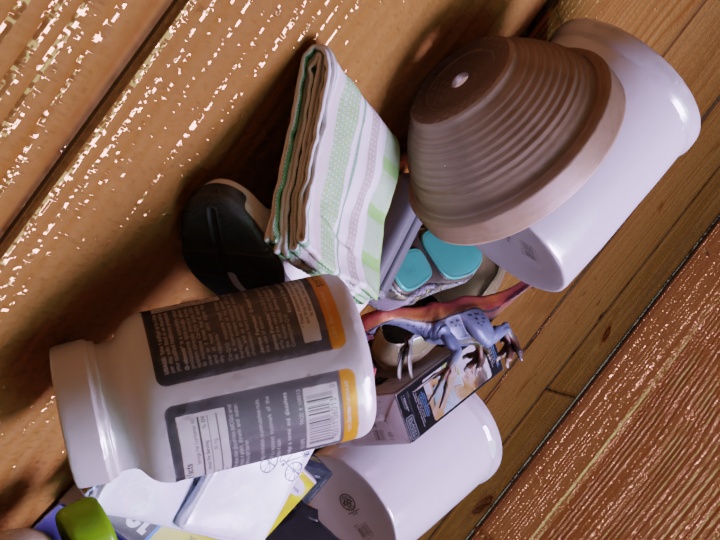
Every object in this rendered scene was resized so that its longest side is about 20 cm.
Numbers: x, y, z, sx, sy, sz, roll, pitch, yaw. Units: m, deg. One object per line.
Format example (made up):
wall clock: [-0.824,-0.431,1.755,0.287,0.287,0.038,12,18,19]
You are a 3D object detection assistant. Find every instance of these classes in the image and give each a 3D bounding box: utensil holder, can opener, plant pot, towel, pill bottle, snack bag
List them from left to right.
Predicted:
pill bottle: [-0.098,0.076,0.765,0.199,0.117,0.117,-11,148,-12]
snack bag: [-0.108,0.132,0.936,0.200,0.021,0.189,29,93,-47]
towel: [-0.009,-0.062,0.846,0.200,0.031,0.150,35,65,-68]
can opener: [0.000,0.000,1.051,0.200,0.066,0.053,-59,162,-4]
utensil holder: [0.050,0.242,1.433,0.200,0.170,0.170,-32,153,-37]
plant pot: [0.107,-0.126,0.940,0.201,0.201,0.093,-48,120,-8]
utensil holder: [0.191,-0.106,1.083,0.200,0.170,0.170,-48,161,-11]

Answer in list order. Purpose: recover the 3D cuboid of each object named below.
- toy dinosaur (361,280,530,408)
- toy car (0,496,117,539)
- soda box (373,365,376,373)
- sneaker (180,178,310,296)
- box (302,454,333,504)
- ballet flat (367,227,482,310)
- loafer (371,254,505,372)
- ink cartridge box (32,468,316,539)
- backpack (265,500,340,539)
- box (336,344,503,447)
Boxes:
toy dinosaur: [0.078,0.054,1.207,0.181,0.105,0.201,34,65,-34]
toy car: [-0.219,0.294,0.807,0.164,0.200,0.158,-24,150,-25]
soda box: [-0.073,0.151,1.138,0.200,0.063,0.070,-38,157,-31]
sneaker: [-0.066,-0.031,0.853,0.201,0.075,0.116,66,36,-54]
box: [-0.129,0.276,1.256,0.200,0.051,0.158,-50,161,-1]
ballet flat: [0.054,-0.001,1.171,0.200,0.072,0.072,-18,142,-58]
loafer: [0.091,0.032,1.276,0.200,0.076,0.067,-49,167,-8]
ink cartridge box: [-0.155,0.204,0.980,0.200,0.047,0.198,-49,139,-12]
backpack: [-0.106,0.351,1.157,0.200,0.153,0.176,-52,164,26]
box: [0.063,0.132,1.331,0.116,0.060,0.200,-10,-167,43]
